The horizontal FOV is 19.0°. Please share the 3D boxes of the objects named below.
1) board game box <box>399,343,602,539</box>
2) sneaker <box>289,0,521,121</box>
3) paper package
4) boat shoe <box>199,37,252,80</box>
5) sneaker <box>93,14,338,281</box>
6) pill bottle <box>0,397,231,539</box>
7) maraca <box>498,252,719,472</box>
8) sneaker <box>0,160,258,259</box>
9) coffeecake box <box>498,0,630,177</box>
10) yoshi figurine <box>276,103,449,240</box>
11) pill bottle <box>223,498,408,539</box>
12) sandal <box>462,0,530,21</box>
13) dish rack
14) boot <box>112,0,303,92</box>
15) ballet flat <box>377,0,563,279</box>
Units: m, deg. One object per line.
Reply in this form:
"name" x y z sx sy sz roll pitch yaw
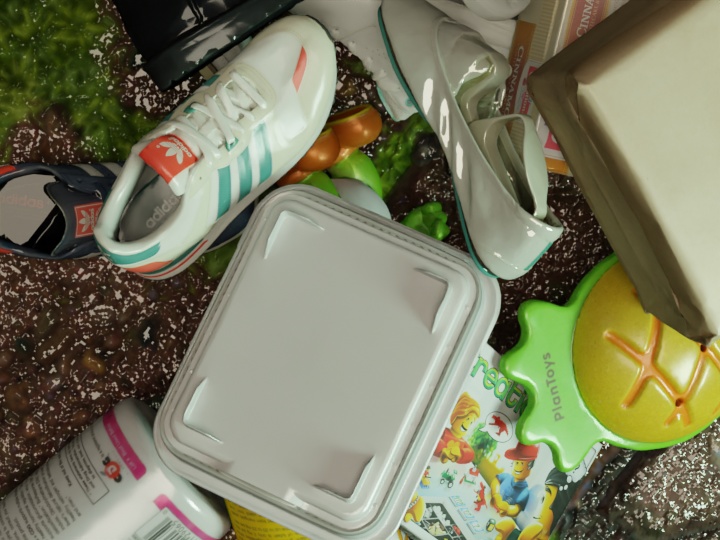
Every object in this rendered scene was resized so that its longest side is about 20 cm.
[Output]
"board game box" 0.069 0.121 1.401 0.200 0.034 0.127 40 77 -43
"sneaker" 0.021 -0.145 1.414 0.198 0.075 0.089 16 102 -6
"paper package" 0.230 -0.092 1.315 0.199 0.103 0.192 -34 108 -11
"boat shoe" -0.106 -0.197 1.399 0.068 0.075 0.201 -33 97 8
"sneaker" -0.091 -0.076 1.329 0.070 0.093 0.200 44 97 12
"pill bottle" -0.193 0.188 1.428 0.200 0.113 0.114 -39 97 3
"maraca" 0.178 0.054 1.413 0.199 0.107 0.138 -19 97 -26
"sneaker" -0.166 -0.037 1.413 0.198 0.085 0.076 -5 98 -2
"coffeecake box" 0.199 -0.128 1.395 0.198 0.073 0.155 11 98 -21
"yoshi figurine" 0.014 -0.003 1.416 0.111 0.112 0.202 -18 101 -6
"pill bottle" -0.029 0.163 1.423 0.110 0.111 0.202 -16 113 0
"sandal" 0.083 -0.245 1.357 0.082 0.050 0.204 36 54 -31
"dish rack" -0.024 0.054 1.314 0.170 0.044 0.201 23 80 13
"boot" -0.092 -0.230 1.328 0.199 0.076 0.169 -32 94 7
"ballet flat" 0.075 -0.094 1.330 0.069 0.069 0.202 -21 76 1
